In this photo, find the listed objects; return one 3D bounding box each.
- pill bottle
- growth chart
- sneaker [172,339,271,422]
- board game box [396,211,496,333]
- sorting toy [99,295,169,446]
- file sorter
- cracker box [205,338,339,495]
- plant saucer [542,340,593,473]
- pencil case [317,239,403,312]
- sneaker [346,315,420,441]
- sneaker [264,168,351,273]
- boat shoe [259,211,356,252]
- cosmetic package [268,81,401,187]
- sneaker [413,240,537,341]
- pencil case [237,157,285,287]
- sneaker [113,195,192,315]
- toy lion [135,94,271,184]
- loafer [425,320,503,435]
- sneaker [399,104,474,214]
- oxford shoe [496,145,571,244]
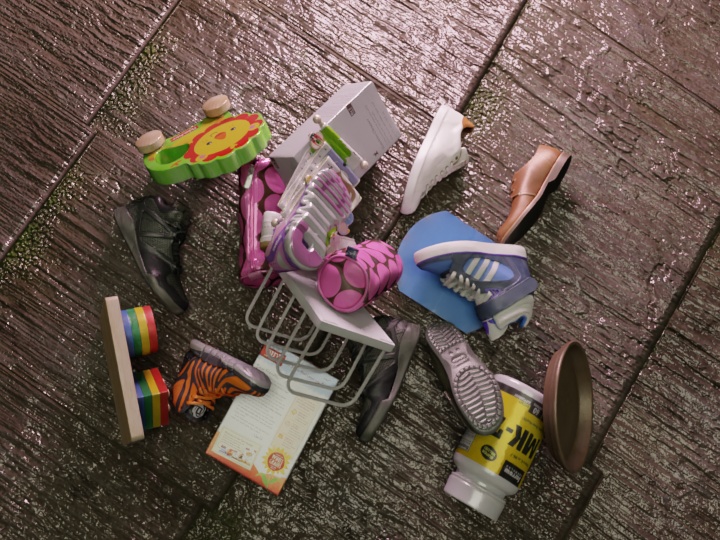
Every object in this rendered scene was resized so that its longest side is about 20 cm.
[{"bbox_3d":[0.215,0.276,1.315,0.113,0.114,0.202,28,80,1],"label":"pill bottle"},{"bbox_3d":[-0.057,-0.112,1.277,0.144,0.018,0.203,33,72,-35],"label":"growth chart"},{"bbox_3d":[-0.215,0.185,1.281,0.077,0.198,0.114,30,80,-39],"label":"sneaker"},{"bbox_3d":[0.151,0.003,1.394,0.198,0.039,0.160,31,76,-5],"label":"board game box"},{"bbox_3d":[-0.335,0.151,1.259,0.068,0.199,0.204,-10,81,-21],"label":"sorting toy"},{"bbox_3d":[-0.070,0.092,1.255,0.137,0.200,0.126,20,107,-35],"label":"file sorter"},{"bbox_3d":[-0.137,0.229,1.325,0.132,0.058,0.202,29,81,2],"label":"cracker box"},{"bbox_3d":[0.324,0.211,1.311,0.029,0.199,0.204,-2,79,31],"label":"plant saucer"},{"bbox_3d":[0.000,0.000,1.269,0.093,0.200,0.092,33,104,11],"label":"pencil case"},{"bbox_3d":[0.012,0.163,1.332,0.112,0.076,0.203,21,77,1],"label":"sneaker"},{"bbox_3d":[-0.080,-0.068,1.204,0.081,0.088,0.201,48,41,-20],"label":"sneaker"},{"bbox_3d":[-0.075,-0.060,1.320,0.070,0.198,0.071,-6,82,39],"label":"boat shoe"},{"bbox_3d":[-0.039,-0.198,1.346,0.201,0.080,0.114,-50,122,-25],"label":"cosmetic package"},{"bbox_3d":[0.184,0.036,1.330,0.196,0.081,0.150,1,76,-17],"label":"sneaker"},{"bbox_3d":[-0.161,-0.077,1.346,0.089,0.094,0.204,-4,81,1],"label":"pencil case"},{"bbox_3d":[-0.305,-0.034,1.345,0.113,0.076,0.202,-28,78,-1],"label":"sneaker"},{"bbox_3d":[-0.242,-0.193,1.321,0.198,0.192,0.069,-29,126,-7],"label":"toy lion"},{"bbox_3d":[0.162,0.172,1.309,0.074,0.070,0.202,-18,55,-9],"label":"loafer"},{"bbox_3d":[0.132,-0.176,1.401,0.083,0.073,0.203,25,79,3],"label":"sneaker"},{"bbox_3d":[0.277,-0.125,1.414,0.071,0.072,0.201,29,73,19],"label":"oxford shoe"}]
